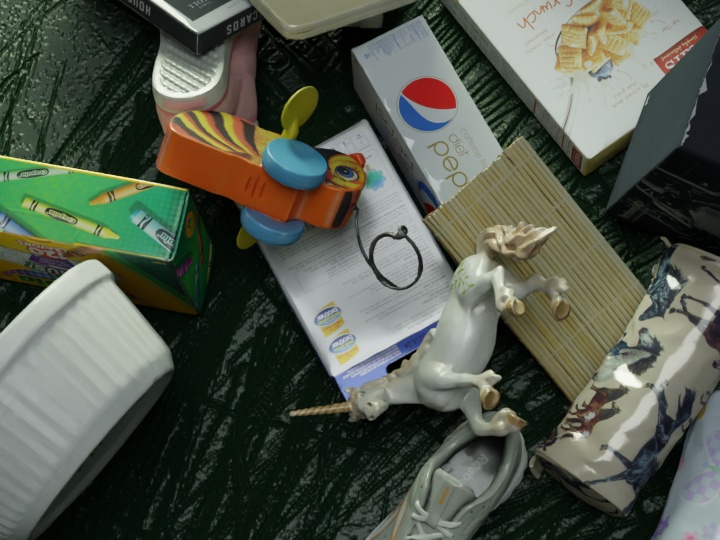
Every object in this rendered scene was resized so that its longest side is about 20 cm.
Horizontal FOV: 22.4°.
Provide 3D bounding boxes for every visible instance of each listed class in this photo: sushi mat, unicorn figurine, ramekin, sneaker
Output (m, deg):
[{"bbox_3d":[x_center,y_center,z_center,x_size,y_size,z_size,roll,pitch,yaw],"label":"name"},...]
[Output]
[{"bbox_3d":[0.141,0.008,1.311,0.096,0.012,0.200,-42,103,-6],"label":"sushi mat"},{"bbox_3d":[0.066,0.056,1.254,0.201,0.074,0.137,-54,33,-10],"label":"unicorn figurine"},{"bbox_3d":[-0.213,0.097,1.256,0.094,0.202,0.203,39,77,2],"label":"ramekin"},{"bbox_3d":[-0.113,-0.151,1.404,0.075,0.105,0.201,-2,41,11],"label":"sneaker"},{"bbox_3d":[0.047,0.177,1.268,0.075,0.092,0.201,29,75,11],"label":"sneaker"}]

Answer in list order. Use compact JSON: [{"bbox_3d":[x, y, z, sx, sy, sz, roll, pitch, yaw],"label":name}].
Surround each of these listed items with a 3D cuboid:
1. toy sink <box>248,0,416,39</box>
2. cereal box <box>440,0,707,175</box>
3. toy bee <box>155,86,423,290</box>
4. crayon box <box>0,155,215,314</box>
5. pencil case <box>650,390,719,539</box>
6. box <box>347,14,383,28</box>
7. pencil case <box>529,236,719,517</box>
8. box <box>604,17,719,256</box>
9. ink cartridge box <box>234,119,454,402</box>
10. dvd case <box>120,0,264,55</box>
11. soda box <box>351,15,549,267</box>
[{"bbox_3d":[-0.049,-0.284,1.352,0.130,0.113,0.200,-22,51,-25],"label":"toy sink"},{"bbox_3d":[0.171,-0.191,1.415,0.143,0.040,0.200,-35,73,-10],"label":"cereal box"},{"bbox_3d":[-0.044,-0.059,1.314,0.200,0.109,0.131,45,119,-6],"label":"toy bee"},{"bbox_3d":[-0.214,-0.029,1.329,0.198,0.119,0.059,10,72,9],"label":"crayon box"},{"bbox_3d":[0.241,0.184,1.264,0.090,0.083,0.201,16,70,39],"label":"pencil case"},{"bbox_3d":[0.005,-0.293,1.457,0.038,0.041,0.202,3,71,3],"label":"box"},{"bbox_3d":[0.201,0.078,1.286,0.089,0.078,0.201,31,86,47],"label":"pencil case"},{"bbox_3d":[0.290,-0.071,1.269,0.181,0.200,0.105,23,77,-1],"label":"box"},{"bbox_3d":[0.000,0.000,1.357,0.119,0.042,0.201,-28,70,-5],"label":"ink cartridge box"},{"bbox_3d":[-0.138,-0.251,1.405,0.200,0.025,0.150,36,52,27],"label":"dvd case"},{"bbox_3d":[0.066,-0.087,1.369,0.063,0.068,0.201,-26,72,-8],"label":"soda box"}]
